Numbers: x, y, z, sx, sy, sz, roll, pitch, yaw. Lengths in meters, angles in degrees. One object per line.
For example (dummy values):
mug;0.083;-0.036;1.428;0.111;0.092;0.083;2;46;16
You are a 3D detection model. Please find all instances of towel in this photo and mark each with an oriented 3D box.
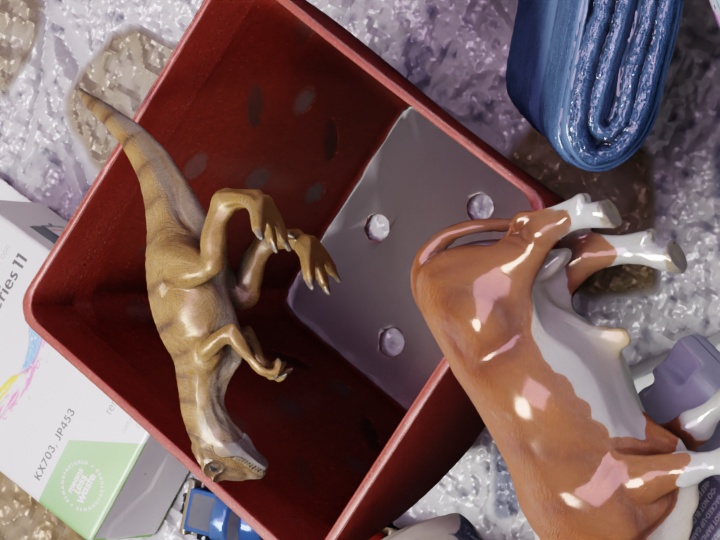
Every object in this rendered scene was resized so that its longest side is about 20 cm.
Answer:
towel;0.107;-0.109;1.200;0.048;0.200;0.112;10;100;-7

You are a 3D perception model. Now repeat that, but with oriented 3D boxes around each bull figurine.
bull figurine;0.099;0.061;1.088;0.121;0.065;0.200;-31;93;28

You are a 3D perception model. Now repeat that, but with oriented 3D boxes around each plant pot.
plant pot;0.000;0.000;1.254;0.200;0.176;0.200;40;106;24

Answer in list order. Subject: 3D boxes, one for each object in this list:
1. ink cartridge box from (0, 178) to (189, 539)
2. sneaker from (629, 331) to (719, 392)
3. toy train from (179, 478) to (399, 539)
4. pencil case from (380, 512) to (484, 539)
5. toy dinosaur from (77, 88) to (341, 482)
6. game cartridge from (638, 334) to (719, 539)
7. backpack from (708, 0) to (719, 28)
ink cartridge box;-0.172;0.041;1.403;0.200;0.067;0.117;35;104;24
sneaker;0.191;0.067;1.222;0.199;0.075;0.089;-23;93;28
toy train;-0.010;0.139;1.327;0.199;0.046;0.034;11;93;28
pencil case;0.062;0.201;1.158;0.089;0.078;0.200;-37;70;3
toy dinosaur;-0.074;-0.007;1.161;0.106;0.060;0.201;-21;78;27
game cartridge;0.143;0.143;1.148;0.133;0.041;0.200;50;130;29
backpack;0.237;-0.109;1.133;0.153;0.176;0.201;-31;73;19
